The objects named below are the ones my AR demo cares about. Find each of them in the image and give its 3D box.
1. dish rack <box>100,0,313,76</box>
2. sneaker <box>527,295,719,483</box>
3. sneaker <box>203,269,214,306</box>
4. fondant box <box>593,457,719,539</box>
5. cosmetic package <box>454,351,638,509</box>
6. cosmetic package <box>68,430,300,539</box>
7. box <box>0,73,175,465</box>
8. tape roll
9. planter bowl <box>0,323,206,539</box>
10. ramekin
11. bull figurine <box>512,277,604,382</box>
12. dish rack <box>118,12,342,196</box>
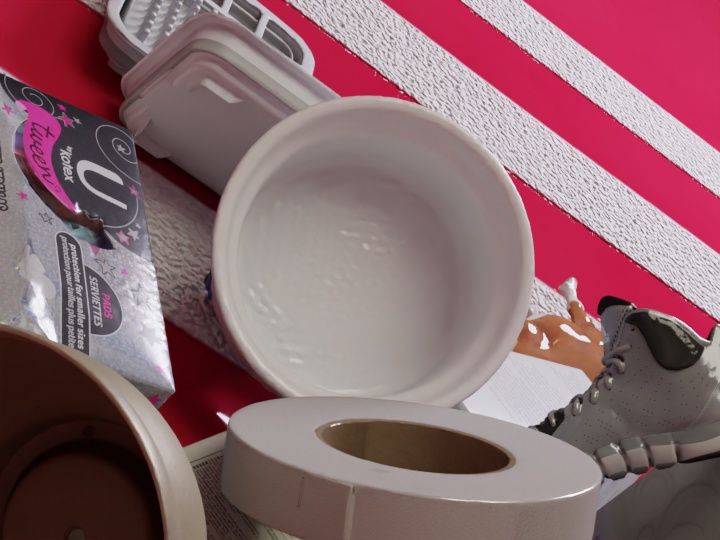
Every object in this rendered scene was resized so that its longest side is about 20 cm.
[{"bbox_3d":[-0.120,-0.165,1.385,0.171,0.044,0.200,37,26,-16],"label":"dish rack"},{"bbox_3d":[0.148,0.078,1.174,0.075,0.199,0.116,118,-41,-86],"label":"sneaker"},{"bbox_3d":[-0.017,0.038,1.250,0.199,0.077,0.086,2,59,-42],"label":"sneaker"},{"bbox_3d":[0.222,0.198,1.204,0.058,0.200,0.145,29,32,-31],"label":"fondant box"},{"bbox_3d":[0.100,0.110,1.274,0.199,0.071,0.102,17,27,-43],"label":"cosmetic package"},{"bbox_3d":[-0.084,0.153,0.994,0.104,0.073,0.200,53,29,14],"label":"cosmetic package"},{"bbox_3d":[-0.187,0.012,0.980,0.114,0.132,0.201,23,36,-36],"label":"box"},{"bbox_3d":[0.026,0.108,0.962,0.202,0.037,0.203,8,9,-1],"label":"tape roll"},{"bbox_3d":[-0.153,0.127,0.838,0.201,0.200,0.135,53,11,15],"label":"planter bowl"},{"bbox_3d":[0.000,0.000,1.141,0.200,0.201,0.098,44,-14,-2],"label":"ramekin"},{"bbox_3d":[0.150,0.061,1.434,0.200,0.065,0.122,17,35,-45],"label":"bull figurine"},{"bbox_3d":[-0.067,-0.082,1.255,0.200,0.171,0.044,36,61,-17],"label":"dish rack"}]
